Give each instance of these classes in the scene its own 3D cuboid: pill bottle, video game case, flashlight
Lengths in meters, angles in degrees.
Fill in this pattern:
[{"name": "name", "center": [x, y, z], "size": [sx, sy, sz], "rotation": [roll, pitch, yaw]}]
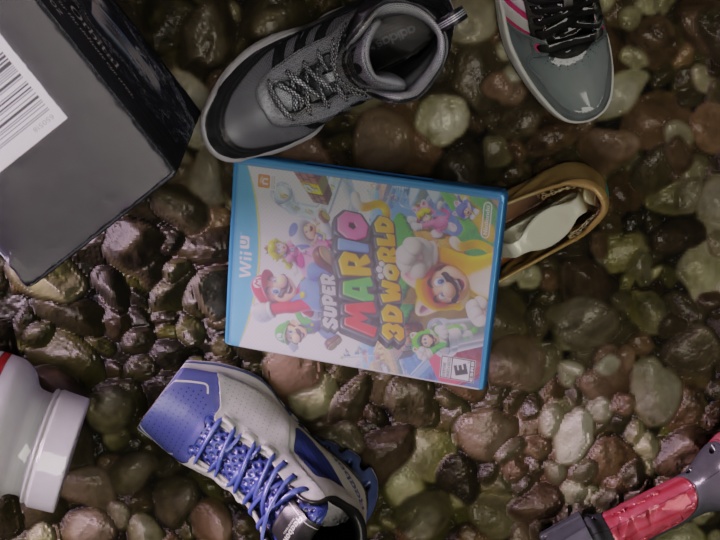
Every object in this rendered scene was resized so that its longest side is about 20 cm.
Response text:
[{"name": "pill bottle", "center": [-0.300, 0.103, 0.829], "size": [0.198, 0.112, 0.113], "rotation": [19, 104, -9]}, {"name": "video game case", "center": [0.000, 0.000, 0.836], "size": [0.198, 0.018, 0.145], "rotation": [9, 107, 15]}, {"name": "flashlight", "center": [0.238, 0.184, 0.916], "size": [0.198, 0.068, 0.068], "rotation": [-27, 108, 3]}]

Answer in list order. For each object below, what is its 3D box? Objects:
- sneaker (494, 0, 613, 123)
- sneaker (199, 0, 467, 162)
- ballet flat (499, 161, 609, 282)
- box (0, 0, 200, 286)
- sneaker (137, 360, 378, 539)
[{"name": "sneaker", "center": [0.134, -0.186, 0.773], "size": [0.083, 0.121, 0.202], "rotation": [-22, 107, 2]}, {"name": "sneaker", "center": [-0.020, -0.132, 0.777], "size": [0.199, 0.114, 0.076], "rotation": [-30, 106, 1]}, {"name": "ballet flat", "center": [0.090, -0.018, 0.849], "size": [0.199, 0.063, 0.069], "rotation": [-31, 106, 5]}, {"name": "box", "center": [-0.207, -0.125, 0.723], "size": [0.117, 0.200, 0.197], "rotation": [-35, 106, 7]}, {"name": "sneaker", "center": [-0.065, 0.149, 0.858], "size": [0.198, 0.115, 0.081], "rotation": [33, 101, -13]}]
